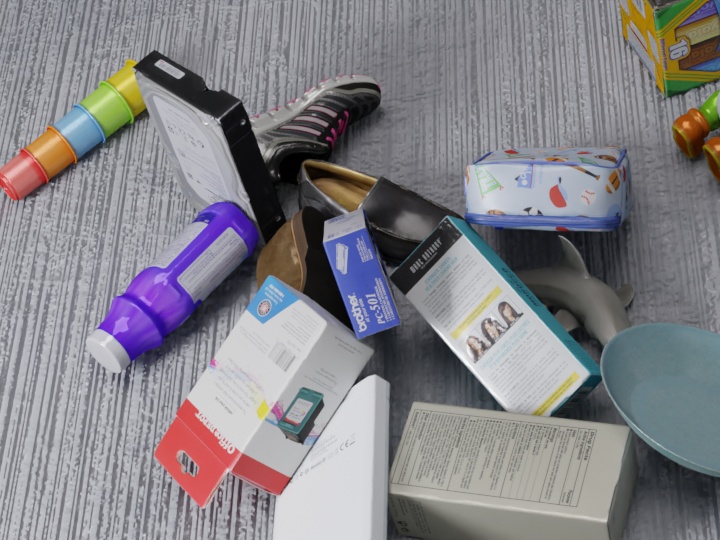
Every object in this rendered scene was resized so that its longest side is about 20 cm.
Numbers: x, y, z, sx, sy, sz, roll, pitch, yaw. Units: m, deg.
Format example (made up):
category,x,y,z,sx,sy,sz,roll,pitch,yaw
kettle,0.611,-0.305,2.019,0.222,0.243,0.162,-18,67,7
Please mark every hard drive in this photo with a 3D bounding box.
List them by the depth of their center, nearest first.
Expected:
category,x,y,z,sx,sy,sz,roll,pitch,yaw
hard drive,-0.026,0.202,1.656,0.132,0.027,0.200,-36,35,34
hard drive,-0.149,-0.116,1.909,0.038,0.200,0.140,-42,52,-20

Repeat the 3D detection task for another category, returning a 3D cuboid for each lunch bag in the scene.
category,x,y,z,sx,sy,sz,roll,pitch,yaw
lunch bag,0.176,-0.078,1.811,0.160,0.076,0.200,0,6,11

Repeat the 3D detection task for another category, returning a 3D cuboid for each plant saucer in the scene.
category,x,y,z,sx,sy,sz,roll,pitch,yaw
plant saucer,0.296,0.122,1.642,0.201,0.039,0.201,13,34,-9

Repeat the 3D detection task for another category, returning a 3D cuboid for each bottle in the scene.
category,x,y,z,sx,sy,sz,roll,pitch,yaw
bottle,-0.187,0.018,1.880,0.200,0.065,0.084,-47,10,-26

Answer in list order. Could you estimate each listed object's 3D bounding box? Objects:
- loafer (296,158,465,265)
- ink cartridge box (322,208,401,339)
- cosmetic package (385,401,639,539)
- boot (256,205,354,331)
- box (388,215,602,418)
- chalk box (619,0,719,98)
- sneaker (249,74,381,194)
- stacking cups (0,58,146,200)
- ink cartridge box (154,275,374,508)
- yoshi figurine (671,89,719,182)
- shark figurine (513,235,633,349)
category,x,y,z,sx,sy,sz,roll,pitch,yaw
loafer,0.020,-0.059,1.897,0.200,0.072,0.073,13,52,25
ink cartridge box,0.000,0.000,1.761,0.044,0.094,0.200,-20,6,1
cosmetic package,0.132,0.182,1.644,0.200,0.071,0.105,7,52,21
boot,-0.057,0.036,1.853,0.075,0.074,0.200,-32,45,28
box,0.122,0.050,1.718,0.082,0.049,0.200,-46,70,15
chalk box,0.380,-0.290,1.977,0.200,0.124,0.125,-19,45,-3
sneaker,-0.049,-0.135,1.991,0.200,0.074,0.087,-28,69,-28
stacking cups,-0.314,-0.154,2.086,0.200,0.061,0.060,-38,50,-19
ink cartridge box,-0.090,0.119,1.722,0.200,0.067,0.116,-56,38,3
yoshi figurine,0.413,-0.169,1.895,0.200,0.112,0.112,-41,8,-3
shark figurine,0.170,0.008,1.779,0.214,0.090,0.128,11,38,30
